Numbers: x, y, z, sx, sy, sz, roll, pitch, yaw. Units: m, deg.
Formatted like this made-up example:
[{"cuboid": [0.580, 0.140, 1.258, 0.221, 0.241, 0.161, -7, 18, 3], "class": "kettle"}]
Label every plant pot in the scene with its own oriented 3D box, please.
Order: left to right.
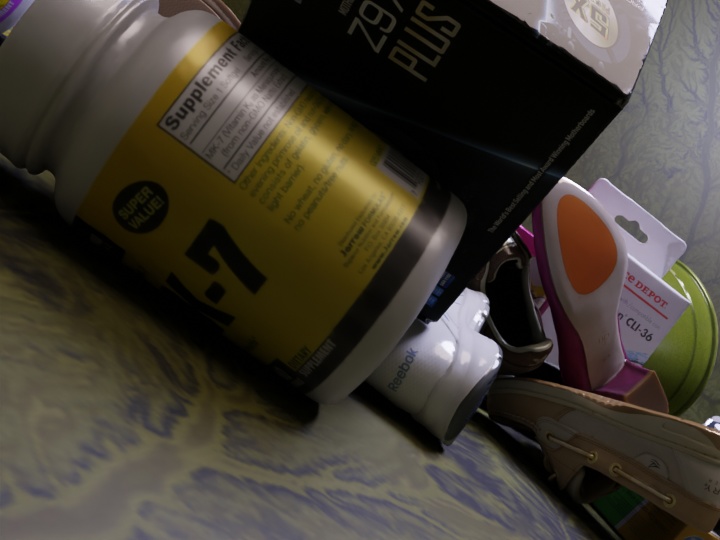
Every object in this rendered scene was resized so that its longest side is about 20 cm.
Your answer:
[{"cuboid": [0.239, 0.063, 1.204, 0.192, 0.201, 0.200, 12, 23, -47], "class": "plant pot"}]

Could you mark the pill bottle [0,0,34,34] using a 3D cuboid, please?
[{"cuboid": [-0.269, -0.207, 0.637, 0.104, 0.105, 0.200, 39, 7, 22], "class": "pill bottle"}]

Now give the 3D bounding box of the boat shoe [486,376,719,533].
[{"cuboid": [0.152, 0.118, 0.748, 0.073, 0.070, 0.199, 23, -8, -37], "class": "boat shoe"}]

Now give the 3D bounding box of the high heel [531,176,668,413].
[{"cuboid": [0.147, 0.021, 0.801, 0.201, 0.067, 0.096, 59, -19, -22], "class": "high heel"}]

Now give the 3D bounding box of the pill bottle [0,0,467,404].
[{"cuboid": [-0.062, -0.041, 0.511, 0.199, 0.115, 0.114, 36, 6, -6], "class": "pill bottle"}]

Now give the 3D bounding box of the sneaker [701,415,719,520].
[{"cuboid": [0.303, 0.166, 0.803, 0.129, 0.080, 0.199, 42, 8, 31], "class": "sneaker"}]

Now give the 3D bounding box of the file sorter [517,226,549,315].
[{"cuboid": [0.050, -0.021, 0.939, 0.199, 0.126, 0.139, 35, 6, -19], "class": "file sorter"}]

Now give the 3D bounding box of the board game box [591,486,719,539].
[{"cuboid": [0.245, 0.195, 0.824, 0.199, 0.040, 0.153, 34, 7, -25], "class": "board game box"}]

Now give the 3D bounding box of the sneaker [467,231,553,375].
[{"cuboid": [0.082, -0.027, 0.778, 0.075, 0.070, 0.201, -14, -81, 63], "class": "sneaker"}]

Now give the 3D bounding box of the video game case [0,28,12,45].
[{"cuboid": [-0.177, -0.110, 0.806, 0.180, 0.026, 0.200, 40, 8, 25], "class": "video game case"}]

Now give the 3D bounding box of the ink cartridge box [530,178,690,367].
[{"cuboid": [0.195, 0.035, 0.985, 0.116, 0.201, 0.068, 34, 6, -17], "class": "ink cartridge box"}]

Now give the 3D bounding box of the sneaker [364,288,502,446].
[{"cuboid": [0.030, 0.034, 0.691, 0.087, 0.075, 0.200, 30, 6, -6], "class": "sneaker"}]

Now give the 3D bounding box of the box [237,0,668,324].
[{"cuboid": [0.023, -0.090, 0.564, 0.163, 0.200, 0.086, 33, 51, -3], "class": "box"}]

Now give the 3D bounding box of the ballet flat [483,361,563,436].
[{"cuboid": [0.131, 0.084, 0.881, 0.199, 0.057, 0.067, 28, 36, -38], "class": "ballet flat"}]

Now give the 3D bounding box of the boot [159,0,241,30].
[{"cuboid": [-0.115, -0.129, 0.918, 0.201, 0.073, 0.155, 59, -12, -8], "class": "boot"}]
